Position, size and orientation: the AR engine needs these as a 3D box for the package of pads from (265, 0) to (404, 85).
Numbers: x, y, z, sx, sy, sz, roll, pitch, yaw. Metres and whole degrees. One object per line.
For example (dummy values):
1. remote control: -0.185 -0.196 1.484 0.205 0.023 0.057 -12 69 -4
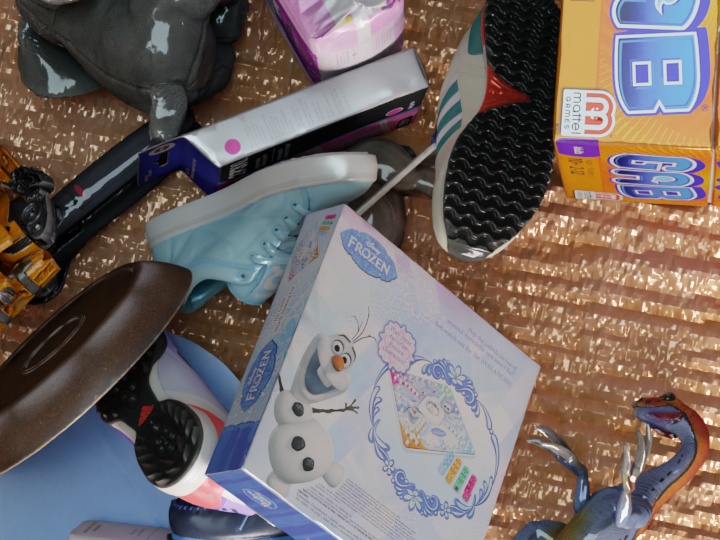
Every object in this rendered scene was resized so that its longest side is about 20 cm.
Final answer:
1. package of pads: -0.024 -0.192 1.673 0.076 0.200 0.121 -27 82 -3

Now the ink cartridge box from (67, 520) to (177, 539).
1. ink cartridge box: -0.098 0.251 1.651 0.199 0.083 0.146 7 92 2

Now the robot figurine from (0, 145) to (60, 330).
1. robot figurine: -0.270 -0.026 1.697 0.145 0.058 0.200 -45 42 2

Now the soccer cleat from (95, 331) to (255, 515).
1. soccer cleat: -0.119 0.097 1.626 0.073 0.200 0.068 33 98 -31

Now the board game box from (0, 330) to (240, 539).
1. board game box: -0.157 0.141 1.720 0.200 0.039 0.158 -37 85 3

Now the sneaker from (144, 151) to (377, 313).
1. sneaker: -0.059 -0.022 1.690 0.200 0.074 0.082 -22 81 41

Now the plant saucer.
1. plant saucer: -0.195 0.058 1.655 0.200 0.200 0.032 -41 104 0

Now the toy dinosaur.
1. toy dinosaur: 0.157 0.167 1.672 0.181 0.200 0.105 -22 37 -17

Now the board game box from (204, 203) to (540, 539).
1. board game box: 0.013 0.095 1.606 0.043 0.200 0.199 -14 46 47

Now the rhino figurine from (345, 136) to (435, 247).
1. rhino figurine: 0.000 0.000 1.707 0.087 0.060 0.200 22 80 6

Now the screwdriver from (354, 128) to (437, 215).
1. screwdriver: 0.042 -0.074 1.683 0.029 0.028 0.200 14 44 34

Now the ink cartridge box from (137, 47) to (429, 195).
1. ink cartridge box: -0.054 -0.092 1.693 0.200 0.095 0.037 -19 81 -9

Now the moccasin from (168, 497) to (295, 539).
1. moccasin: -0.036 0.134 1.663 0.200 0.080 0.068 -11 105 -25

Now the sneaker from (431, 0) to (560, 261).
1. sneaker: 0.083 -0.086 1.640 0.070 0.093 0.200 16 65 -11

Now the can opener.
1. can opener: -0.193 -0.047 1.740 0.200 0.063 0.079 -38 78 1

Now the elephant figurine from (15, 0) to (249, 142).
1. elephant figurine: -0.188 -0.184 1.733 0.199 0.155 0.142 14 100 11

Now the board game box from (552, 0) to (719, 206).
1. board game box: 0.234 -0.156 1.631 0.199 0.200 0.201 3 82 8
